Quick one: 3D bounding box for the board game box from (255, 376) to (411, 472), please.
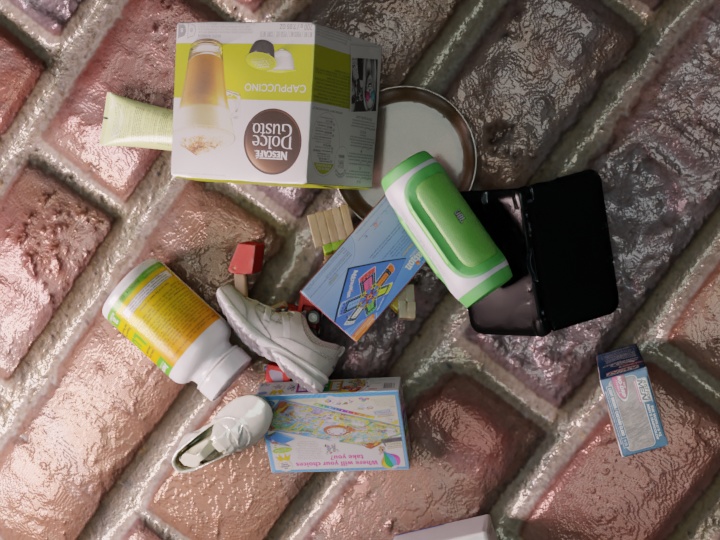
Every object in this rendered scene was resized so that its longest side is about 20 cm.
[{"bbox_3d":[-0.036,0.215,1.572,0.199,0.034,0.135,-3,118,10],"label":"board game box"}]

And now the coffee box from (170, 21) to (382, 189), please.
[{"bbox_3d":[-0.106,-0.209,1.477,0.199,0.200,0.199,6,95,24],"label":"coffee box"}]

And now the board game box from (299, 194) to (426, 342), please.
[{"bbox_3d":[0.022,-0.012,1.520,0.103,0.019,0.200,41,82,6],"label":"board game box"}]

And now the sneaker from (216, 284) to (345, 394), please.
[{"bbox_3d":[-0.110,0.080,1.546,0.200,0.075,0.082,39,73,9],"label":"sneaker"}]

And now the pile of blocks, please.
[{"bbox_3d":[0.000,0.000,1.559,0.082,0.062,0.200,-39,82,-6],"label":"pile of blocks"}]

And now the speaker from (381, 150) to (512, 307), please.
[{"bbox_3d":[0.112,-0.054,1.476,0.088,0.088,0.200,-35,83,11],"label":"speaker"}]

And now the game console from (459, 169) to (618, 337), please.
[{"bbox_3d":[0.232,-0.023,1.526,0.175,0.116,0.201,0,107,40],"label":"game console"}]

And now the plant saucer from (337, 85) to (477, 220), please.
[{"bbox_3d":[0.061,-0.151,1.556,0.199,0.032,0.201,1,94,10],"label":"plant saucer"}]

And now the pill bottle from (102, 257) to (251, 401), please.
[{"bbox_3d":[-0.253,0.086,1.588,0.200,0.111,0.111,42,100,5],"label":"pill bottle"}]

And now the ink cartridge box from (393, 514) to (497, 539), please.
[{"bbox_3d":[0.134,0.456,1.561,0.145,0.084,0.201,-15,92,11],"label":"ink cartridge box"}]

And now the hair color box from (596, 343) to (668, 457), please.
[{"bbox_3d":[0.342,0.161,1.443,0.060,0.200,0.100,-17,91,11],"label":"hair color box"}]

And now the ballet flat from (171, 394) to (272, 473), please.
[{"bbox_3d":[-0.195,0.236,1.572,0.200,0.069,0.070,-33,88,40],"label":"ballet flat"}]

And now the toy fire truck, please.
[{"bbox_3d":[-0.122,0.069,1.596,0.140,0.049,0.201,12,97,9],"label":"toy fire truck"}]

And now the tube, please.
[{"bbox_3d":[-0.274,-0.200,1.607,0.199,0.052,0.058,10,55,12],"label":"tube"}]
